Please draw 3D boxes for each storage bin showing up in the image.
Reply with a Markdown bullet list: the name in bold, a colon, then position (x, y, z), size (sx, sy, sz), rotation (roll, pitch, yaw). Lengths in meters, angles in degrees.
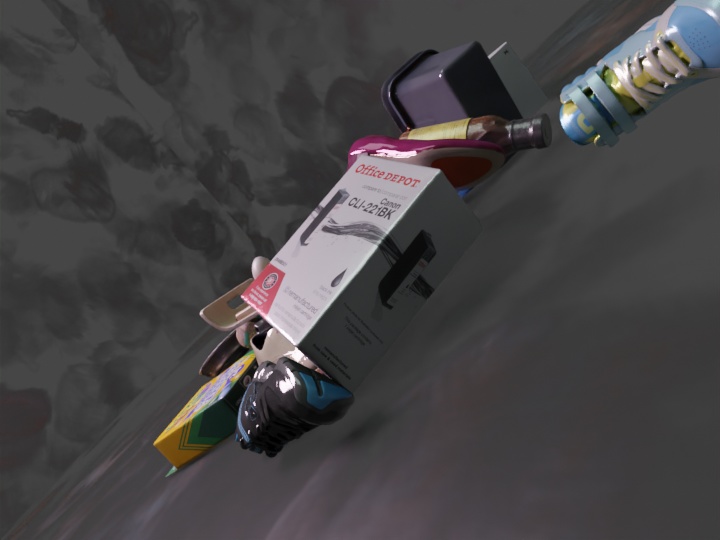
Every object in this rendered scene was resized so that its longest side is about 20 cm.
- **storage bin**: position (0.139, -0.220, 0.858), size (0.145, 0.201, 0.134), rotation (-43, 18, -17)

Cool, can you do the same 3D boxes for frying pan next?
- **frying pan**: position (-0.182, 0.113, 0.921), size (0.115, 0.031, 0.190), rotation (-49, -7, 15)

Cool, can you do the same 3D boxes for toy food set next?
- **toy food set**: position (-0.090, -0.007, 0.739), size (0.198, 0.061, 0.143), rotation (-32, 5, 23)

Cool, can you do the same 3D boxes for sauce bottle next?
- **sauce bottle**: position (0.143, -0.164, 0.770), size (0.198, 0.067, 0.066), rotation (-3, 33, 37)

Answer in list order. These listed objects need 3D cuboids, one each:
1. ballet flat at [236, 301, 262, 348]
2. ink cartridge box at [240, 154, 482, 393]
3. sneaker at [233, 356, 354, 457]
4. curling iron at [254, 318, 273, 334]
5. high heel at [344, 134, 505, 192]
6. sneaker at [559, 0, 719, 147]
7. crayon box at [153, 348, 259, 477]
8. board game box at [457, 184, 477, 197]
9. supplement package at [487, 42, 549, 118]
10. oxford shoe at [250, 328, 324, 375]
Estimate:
- **ballet flat**: position (-0.132, 0.050, 0.880), size (0.200, 0.067, 0.068), rotation (-50, -26, -61)
- **ink cartridge box**: position (-0.002, -0.007, 0.575), size (0.201, 0.084, 0.144), rotation (-50, 33, -10)
- **sneaker**: position (-0.063, 0.126, 0.518), size (0.083, 0.073, 0.200), rotation (-62, 10, -19)
- **curling iron**: position (-0.043, 0.020, 0.685), size (0.199, 0.026, 0.049), rotation (-38, 7, -40)
- **high heel**: position (0.071, -0.140, 0.686), size (0.197, 0.068, 0.097), rotation (-2, 50, 25)
- **sneaker**: position (0.235, -0.156, 0.490), size (0.130, 0.080, 0.200), rotation (-38, 0, 10)
- **crayon box**: position (-0.192, 0.185, 0.799), size (0.199, 0.052, 0.126), rotation (-37, 10, 33)
- **board game box**: position (0.075, -0.031, 0.718), size (0.199, 0.039, 0.158), rotation (-40, 3, -18)
- **supplement package**: position (0.203, -0.278, 1.039), size (0.120, 0.122, 0.200), rotation (-43, 8, -15)
- **oxford shoe**: position (-0.070, 0.083, 0.673), size (0.199, 0.074, 0.071), rotation (-31, 11, 47)
